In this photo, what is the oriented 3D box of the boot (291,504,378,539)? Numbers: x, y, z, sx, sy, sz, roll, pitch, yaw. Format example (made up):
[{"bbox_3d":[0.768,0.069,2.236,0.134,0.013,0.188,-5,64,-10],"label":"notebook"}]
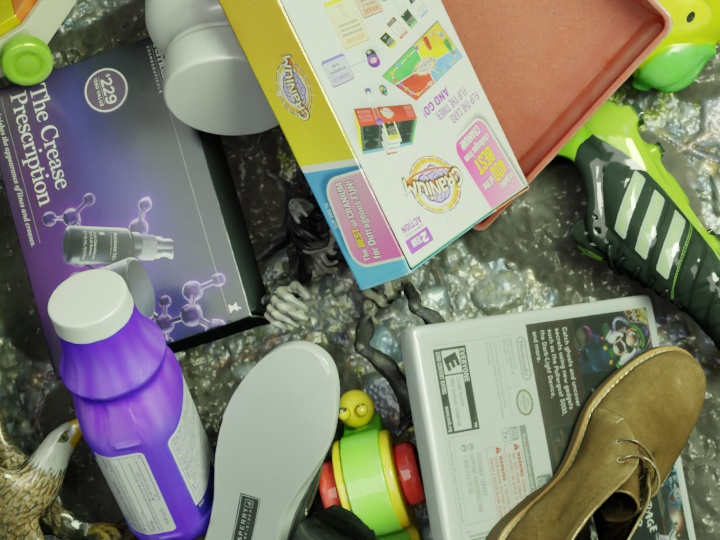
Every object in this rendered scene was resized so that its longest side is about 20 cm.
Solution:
[{"bbox_3d":[-0.003,0.269,0.760,0.165,0.066,0.200,29,105,7],"label":"boot"}]

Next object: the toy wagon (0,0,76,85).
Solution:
[{"bbox_3d":[-0.286,-0.153,0.833,0.200,0.040,0.155,-30,46,5],"label":"toy wagon"}]

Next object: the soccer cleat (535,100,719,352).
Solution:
[{"bbox_3d":[0.188,-0.016,0.788,0.081,0.068,0.200,-32,75,10],"label":"soccer cleat"}]

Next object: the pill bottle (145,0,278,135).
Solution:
[{"bbox_3d":[-0.081,-0.192,0.781,0.111,0.111,0.200,-5,63,7],"label":"pill bottle"}]

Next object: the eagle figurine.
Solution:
[{"bbox_3d":[-0.238,0.131,0.790,0.200,0.152,0.151,43,67,-7],"label":"eagle figurine"}]

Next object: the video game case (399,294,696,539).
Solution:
[{"bbox_3d":[0.122,0.124,0.758,0.181,0.023,0.200,-6,83,-25],"label":"video game case"}]

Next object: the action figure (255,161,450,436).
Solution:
[{"bbox_3d":[0.000,0.000,0.792,0.119,0.102,0.200,-39,84,10],"label":"action figure"}]

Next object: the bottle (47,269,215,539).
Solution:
[{"bbox_3d":[-0.139,0.086,0.756,0.065,0.200,0.084,-11,44,2],"label":"bottle"}]

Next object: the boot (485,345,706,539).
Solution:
[{"bbox_3d":[0.158,0.120,0.722,0.074,0.075,0.200,48,64,-8],"label":"boot"}]

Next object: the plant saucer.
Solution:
[{"bbox_3d":[0.072,-0.160,0.783,0.200,0.037,0.200,46,128,7],"label":"plant saucer"}]

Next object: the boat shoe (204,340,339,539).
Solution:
[{"bbox_3d":[-0.059,0.131,0.780,0.069,0.057,0.200,21,108,8],"label":"boat shoe"}]

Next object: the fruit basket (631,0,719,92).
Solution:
[{"bbox_3d":[0.211,-0.225,0.768,0.215,0.156,0.216,-1,68,3],"label":"fruit basket"}]

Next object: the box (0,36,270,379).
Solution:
[{"bbox_3d":[-0.157,-0.041,0.829,0.141,0.079,0.200,-18,83,3],"label":"box"}]

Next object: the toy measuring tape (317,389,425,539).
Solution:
[{"bbox_3d":[0.017,0.175,0.789,0.073,0.074,0.200,-15,83,6],"label":"toy measuring tape"}]

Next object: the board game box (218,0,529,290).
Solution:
[{"bbox_3d":[0.011,-0.109,0.727,0.040,0.153,0.200,-21,98,40],"label":"board game box"}]
